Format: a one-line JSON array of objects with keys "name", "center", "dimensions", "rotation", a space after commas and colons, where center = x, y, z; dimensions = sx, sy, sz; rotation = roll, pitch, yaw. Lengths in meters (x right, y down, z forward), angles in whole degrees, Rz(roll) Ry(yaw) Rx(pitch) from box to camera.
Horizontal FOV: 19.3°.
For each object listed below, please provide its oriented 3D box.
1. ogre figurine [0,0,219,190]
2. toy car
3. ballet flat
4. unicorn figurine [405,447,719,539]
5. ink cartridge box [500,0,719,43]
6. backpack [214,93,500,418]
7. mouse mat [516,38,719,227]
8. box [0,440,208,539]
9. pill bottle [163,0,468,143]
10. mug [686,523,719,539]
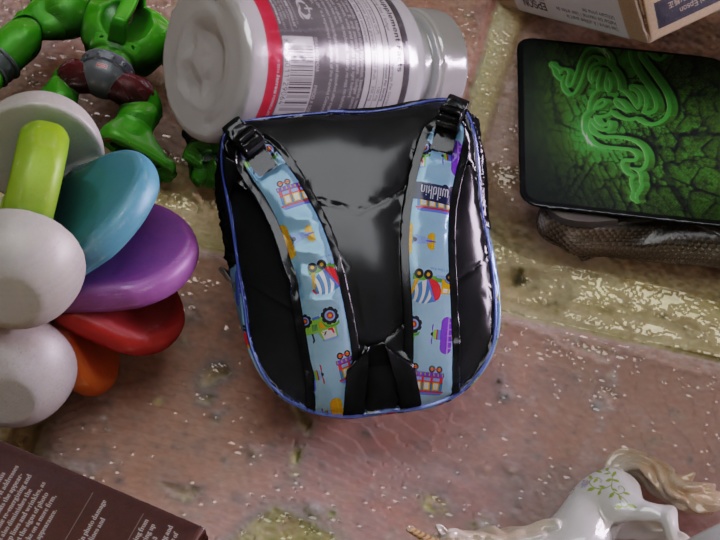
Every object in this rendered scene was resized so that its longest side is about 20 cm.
[{"name": "ogre figurine", "center": [-0.173, -0.137, 1.487], "dimensions": [0.200, 0.098, 0.120], "rotation": [11, 66, 18]}, {"name": "toy car", "center": [-0.178, -0.003, 1.334], "dimensions": [0.150, 0.200, 0.175], "rotation": [7, 40, -5]}, {"name": "ballet flat", "center": [0.220, -0.024, 1.471], "dimensions": [0.200, 0.046, 0.067], "rotation": [4, 39, -8]}, {"name": "unicorn figurine", "center": [0.131, 0.177, 1.310], "dimensions": [0.137, 0.074, 0.200], "rotation": [38, 45, 21]}, {"name": "ink cartridge box", "center": [0.209, -0.240, 1.541], "dimensions": [0.165, 0.075, 0.200], "rotation": [-27, 26, -20]}, {"name": "backpack", "center": [0.000, 0.000, 1.379], "dimensions": [0.182, 0.135, 0.200], "rotation": [-7, 79, -8]}, {"name": "mouse mat", "center": [0.192, -0.102, 1.512], "dimensions": [0.161, 0.008, 0.200], "rotation": [6, 40, -2]}, {"name": "box", "center": [-0.204, 0.172, 1.282], "dimensions": [0.200, 0.075, 0.100], "rotation": [23, 57, 10]}, {"name": "pill bottle", "center": [-0.026, -0.143, 1.463], "dimensions": [0.200, 0.111, 0.111], "rotation": [-3, 51, -37]}, {"name": "mug", "center": [0.254, 0.230, 1.220], "dimensions": [0.200, 0.148, 0.175], "rotation": [-15, 66, -33]}]
